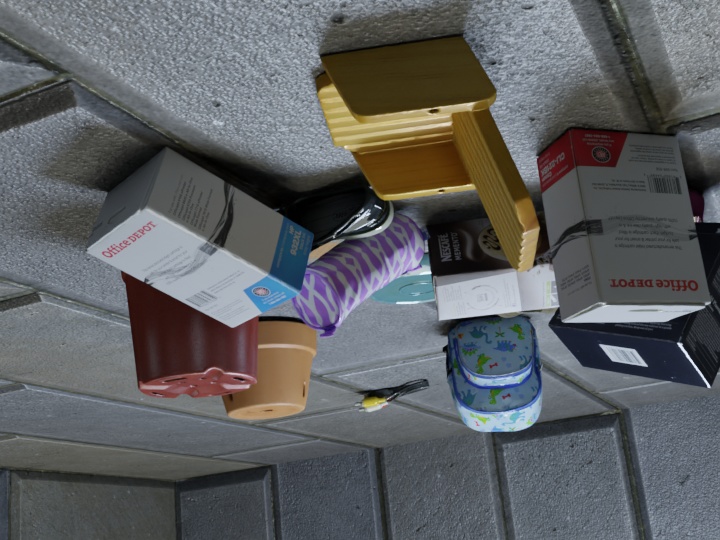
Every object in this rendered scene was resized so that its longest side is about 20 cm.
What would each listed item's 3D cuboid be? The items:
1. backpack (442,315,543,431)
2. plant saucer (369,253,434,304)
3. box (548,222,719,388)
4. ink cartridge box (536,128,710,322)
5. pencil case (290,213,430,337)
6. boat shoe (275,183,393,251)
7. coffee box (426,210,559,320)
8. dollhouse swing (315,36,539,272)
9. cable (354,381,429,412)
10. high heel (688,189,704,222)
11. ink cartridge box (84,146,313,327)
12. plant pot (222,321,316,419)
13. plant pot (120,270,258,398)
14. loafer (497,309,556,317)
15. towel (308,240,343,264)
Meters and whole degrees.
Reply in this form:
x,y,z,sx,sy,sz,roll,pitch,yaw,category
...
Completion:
x,y,z,sx,sy,sz,roll,pitch,yaw,category
0.250,0.189,1.805,0.182,0.201,0.147,-5,143,3,backpack
0.090,0.018,1.502,0.199,0.028,0.200,-6,162,-2,plant saucer
0.381,0.037,1.257,0.200,0.183,0.104,6,148,50,box
0.289,-0.046,1.075,0.144,0.201,0.084,1,161,-20,ink cartridge box
0.000,0.000,1.189,0.084,0.086,0.200,-6,-161,44,pencil case
-0.064,-0.057,1.140,0.198,0.075,0.066,-10,158,18,boat shoe
0.191,-0.009,1.271,0.199,0.113,0.080,-7,130,3,coffee box
0.063,-0.088,0.914,0.181,0.177,0.200,-7,163,4,dollhouse swing
0.089,0.316,2.399,0.199,0.051,0.097,-13,160,25,cable
0.439,-0.042,1.309,0.067,0.097,0.200,-12,162,19,high heel
-0.176,-0.031,1.068,0.200,0.084,0.145,30,145,-28,ink cartridge box
-0.172,0.184,1.726,0.199,0.141,0.200,-6,163,-2,plant pot
-0.212,0.053,1.233,0.200,0.196,0.201,-5,162,-2,plant pot
0.275,0.031,1.537,0.199,0.076,0.067,-2,164,-46,loafer
-0.045,-0.020,1.346,0.146,0.022,0.200,1,161,-22,towel
